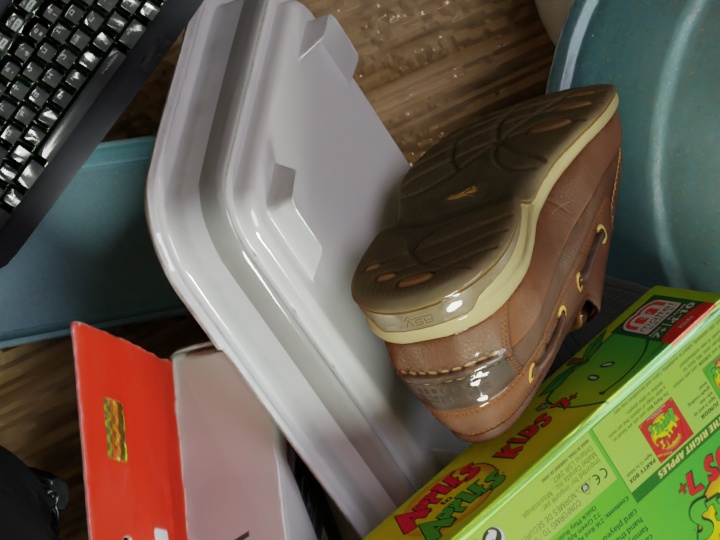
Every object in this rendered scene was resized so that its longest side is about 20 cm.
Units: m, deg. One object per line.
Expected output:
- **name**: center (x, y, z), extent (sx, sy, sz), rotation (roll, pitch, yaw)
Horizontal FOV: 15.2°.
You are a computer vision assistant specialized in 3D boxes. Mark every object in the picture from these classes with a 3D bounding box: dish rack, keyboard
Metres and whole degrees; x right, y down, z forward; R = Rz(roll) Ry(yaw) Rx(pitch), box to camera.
- **dish rack**: center (0.000, 0.000, 0.970), extent (0.200, 0.043, 0.172), rotation (56, 24, -30)
- **keyboard**: center (-0.111, -0.103, 0.911), extent (0.127, 0.021, 0.200), rotation (34, 93, -36)

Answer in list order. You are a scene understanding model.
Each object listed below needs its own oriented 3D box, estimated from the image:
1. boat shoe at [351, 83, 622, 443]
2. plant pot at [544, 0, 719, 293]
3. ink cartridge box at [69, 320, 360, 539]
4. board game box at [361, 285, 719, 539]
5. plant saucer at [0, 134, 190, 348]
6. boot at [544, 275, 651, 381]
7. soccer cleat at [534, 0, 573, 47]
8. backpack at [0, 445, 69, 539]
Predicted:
- **boat shoe**: center (0.053, -0.007, 0.958), extent (0.068, 0.072, 0.200), rotation (68, 26, -19)
- **plant pot**: center (0.209, -0.046, 1.057), extent (0.200, 0.196, 0.201), rotation (-12, 107, -45)
- **ink cartridge box**: center (-0.039, 0.121, 0.917), extent (0.174, 0.043, 0.201), rotation (32, 50, -70)
- **board game box**: center (0.065, 0.106, 0.908), extent (0.200, 0.048, 0.102), rotation (-39, 110, -18)
- **plant saucer**: center (-0.084, -0.014, 1.002), extent (0.200, 0.019, 0.070), rotation (-10, 82, -36)
- **boot**: center (0.138, 0.095, 1.054), extent (0.203, 0.154, 0.074), rotation (34, 68, 11)
- **soccer cleat**: center (0.069, -0.176, 1.127), extent (0.086, 0.070, 0.201), rotation (4, 68, -24)
- **backpack**: center (-0.172, 0.092, 0.797), extent (0.183, 0.200, 0.147), rotation (38, 83, -17)
